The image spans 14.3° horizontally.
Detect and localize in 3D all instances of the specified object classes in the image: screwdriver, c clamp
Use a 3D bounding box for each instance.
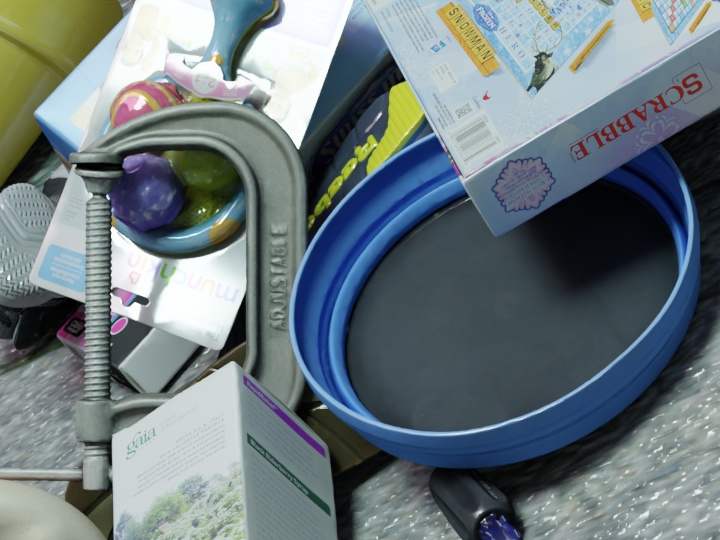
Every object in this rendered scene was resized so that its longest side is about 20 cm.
[{"bbox_3d":[0.075,0.131,1.247,0.028,0.029,0.200,-43,31,-1],"label":"screwdriver"},{"bbox_3d":[-0.107,0.014,1.407,0.170,0.027,0.201,6,90,13],"label":"c clamp"}]

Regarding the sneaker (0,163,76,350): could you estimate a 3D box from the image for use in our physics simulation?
[{"bbox_3d":[-0.196,0.003,1.679,0.114,0.075,0.200,-47,-1,24],"label":"sneaker"}]

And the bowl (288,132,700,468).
[{"bbox_3d":[0.066,0.008,1.350,0.200,0.039,0.201,-15,45,16],"label":"bowl"}]

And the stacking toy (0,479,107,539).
[{"bbox_3d":[-0.191,0.158,1.471,0.146,0.146,0.200,-42,12,2],"label":"stacking toy"}]

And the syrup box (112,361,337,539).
[{"bbox_3d":[-0.060,0.146,1.312,0.079,0.081,0.200,-31,36,20],"label":"syrup box"}]

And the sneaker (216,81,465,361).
[{"bbox_3d":[0.000,0.000,1.472,0.200,0.082,0.074,-50,27,18],"label":"sneaker"}]

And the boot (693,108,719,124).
[{"bbox_3d":[0.146,-0.139,1.481,0.200,0.072,0.144,-3,43,52],"label":"boot"}]

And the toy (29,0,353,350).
[{"bbox_3d":[-0.090,-0.074,1.447,0.115,0.047,0.200,19,81,21],"label":"toy"}]

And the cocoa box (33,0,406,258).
[{"bbox_3d":[-0.052,-0.094,1.550,0.133,0.131,0.200,38,79,21],"label":"cocoa box"}]

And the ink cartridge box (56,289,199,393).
[{"bbox_3d":[-0.083,-0.017,1.643,0.200,0.037,0.095,-48,27,-12],"label":"ink cartridge box"}]

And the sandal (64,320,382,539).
[{"bbox_3d":[-0.057,0.087,1.440,0.200,0.082,0.055,-33,-9,21],"label":"sandal"}]

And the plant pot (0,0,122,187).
[{"bbox_3d":[-0.284,-0.129,1.910,0.201,0.201,0.189,8,72,56],"label":"plant pot"}]

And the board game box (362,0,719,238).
[{"bbox_3d":[0.115,-0.127,1.377,0.199,0.041,0.200,-30,35,4],"label":"board game box"}]
